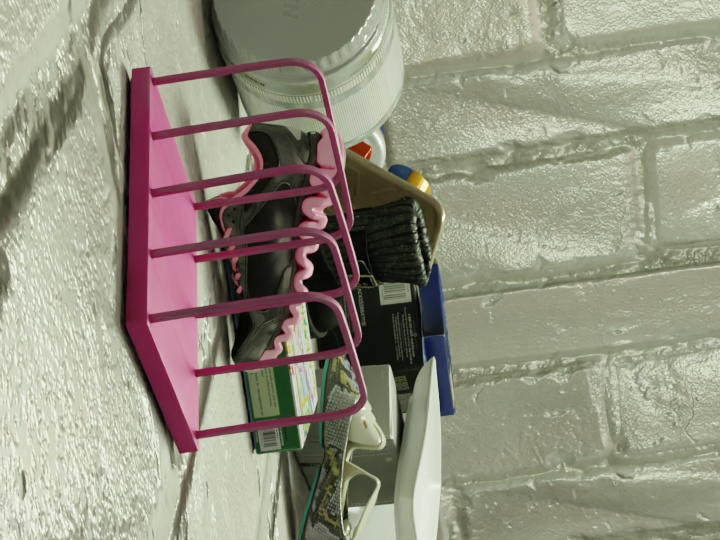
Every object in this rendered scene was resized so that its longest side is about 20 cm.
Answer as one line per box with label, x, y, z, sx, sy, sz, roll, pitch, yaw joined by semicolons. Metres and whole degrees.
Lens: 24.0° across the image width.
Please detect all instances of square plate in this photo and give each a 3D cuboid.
square plate;0.059;0.226;1.727;0.200;0.028;0.199;-78;168;-48

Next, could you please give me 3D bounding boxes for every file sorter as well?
file sorter;-0.068;-0.015;1.048;0.139;0.125;0.201;77;7;-52

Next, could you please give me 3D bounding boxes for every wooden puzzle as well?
wooden puzzle;0.009;-0.086;1.858;0.046;0.200;0.185;-52;170;-21

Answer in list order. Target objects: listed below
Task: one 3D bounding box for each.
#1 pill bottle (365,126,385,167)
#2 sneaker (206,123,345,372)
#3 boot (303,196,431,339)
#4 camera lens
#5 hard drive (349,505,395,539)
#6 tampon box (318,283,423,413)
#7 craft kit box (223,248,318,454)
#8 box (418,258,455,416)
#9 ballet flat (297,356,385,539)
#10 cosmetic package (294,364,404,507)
pill bottle;-0.026;-0.201;2.185;0.200;0.110;0.111;-94;175;-53
sneaker;-0.080;-0.023;1.315;0.079;0.095;0.201;-161;-94;-74
boot;0.000;0.002;1.796;0.211;0.157;0.080;74;9;-63
camera lens;-0.045;-0.209;1.526;0.200;0.159;0.161;72;11;-71
hard drive;0.023;0.346;1.888;0.132;0.027;0.201;-16;102;-44
tampon box;0.019;0.090;2.144;0.200;0.126;0.151;71;12;-71
craft kit box;-0.076;0.038;1.466;0.198;0.048;0.201;-91;173;-81
box;0.092;0.090;2.067;0.200;0.032;0.122;-89;171;-56
ballet flat;-0.012;0.177;1.584;0.072;0.072;0.201;64;34;-78
cosmetic package;-0.008;0.173;1.731;0.200;0.106;0.091;73;13;-60
